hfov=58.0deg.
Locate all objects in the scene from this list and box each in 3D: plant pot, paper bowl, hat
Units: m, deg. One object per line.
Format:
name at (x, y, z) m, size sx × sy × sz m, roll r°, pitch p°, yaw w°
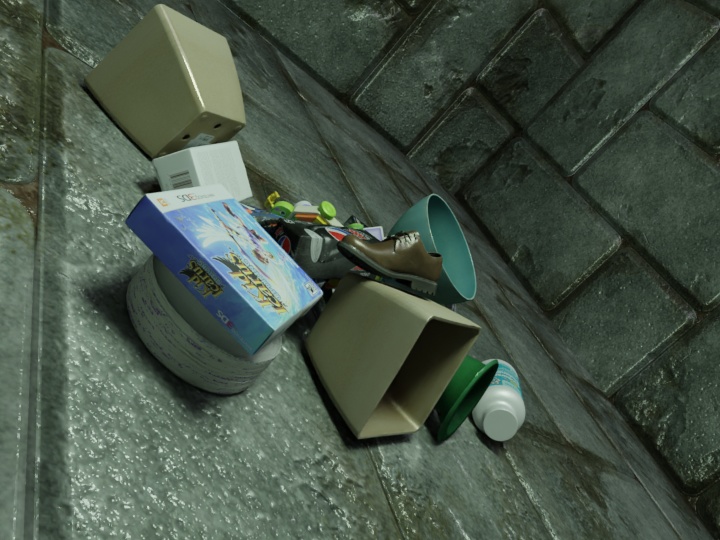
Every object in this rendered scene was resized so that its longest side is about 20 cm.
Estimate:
plant pot at (0.036, 0.114, 1.000) m, size 0.176 × 0.202 × 0.198 m, roll 38°, pitch 11°, yaw 31°
paper bowl at (-0.180, 0.043, 0.810) m, size 0.200 × 0.104 × 0.202 m, roll 39°, pitch 18°, yaw -15°
plant pot at (-0.317, -0.300, 1.139) m, size 0.179 × 0.198 × 0.199 m, roll 59°, pitch 20°, yaw 10°
plant pot at (0.113, -0.020, 1.202) m, size 0.200 × 0.133 × 0.203 m, roll 45°, pitch 33°, yaw -40°
hat at (0.137, 0.171, 1.169) m, size 0.175 × 0.202 × 0.165 m, roll 37°, pitch 16°, yaw 23°

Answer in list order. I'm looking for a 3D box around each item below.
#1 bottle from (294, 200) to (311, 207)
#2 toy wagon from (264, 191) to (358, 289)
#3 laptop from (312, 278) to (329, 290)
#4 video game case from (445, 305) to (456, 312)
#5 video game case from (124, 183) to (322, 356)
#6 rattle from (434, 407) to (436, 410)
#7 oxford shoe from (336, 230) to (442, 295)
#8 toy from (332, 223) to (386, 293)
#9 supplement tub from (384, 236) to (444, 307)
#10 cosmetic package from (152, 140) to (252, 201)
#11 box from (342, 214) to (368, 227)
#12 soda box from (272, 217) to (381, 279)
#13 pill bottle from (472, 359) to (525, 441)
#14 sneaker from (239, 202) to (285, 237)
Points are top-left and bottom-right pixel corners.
bottle at (-0.088, -0.063, 1.330) m, size 0.083 × 0.065 × 0.202 m, roll 31°, pitch 22°, yaw -46°
toy wagon at (-0.093, -0.053, 1.142) m, size 0.199 × 0.155 × 0.040 m, roll 41°, pitch 33°, yaw -14°
laptop at (-0.149, -0.034, 1.035) m, size 0.188 × 0.195 × 0.119 m, roll -63°, pitch 149°, yaw -72°
video game case at (0.181, 0.139, 1.306) m, size 0.201 × 0.018 × 0.146 m, roll 73°, pitch 22°, yaw -57°
video game case at (-0.147, -0.012, 0.759) m, size 0.200 × 0.045 × 0.181 m, roll 46°, pitch 18°, yaw 2°
rattle at (0.057, 0.176, 1.190) m, size 0.197 × 0.146 × 0.129 m, roll 4°, pitch 9°, yaw -43°
oxford shoe at (0.047, -0.028, 0.985) m, size 0.197 × 0.086 × 0.072 m, roll 17°, pitch 5°, yaw -39°
toy at (0.000, 0.000, 1.208) m, size 0.048 × 0.112 × 0.204 m, roll 94°, pitch -10°, yaw -59°
supplement tub at (0.082, 0.043, 1.354) m, size 0.143 × 0.144 × 0.202 m, roll 27°, pitch 25°, yaw -44°
cosmetic package at (-0.252, -0.149, 1.064) m, size 0.200 × 0.070 × 0.104 m, roll -53°, pitch 129°, yaw -73°
box at (0.040, -0.032, 1.594) m, size 0.158 × 0.046 × 0.201 m, roll 34°, pitch 21°, yaw -33°
soda box at (-0.049, -0.030, 1.021) m, size 0.198 × 0.072 × 0.063 m, roll 4°, pitch 26°, yaw -48°
pill bottle at (0.288, 0.275, 1.369) m, size 0.111 × 0.111 × 0.200 m, roll 43°, pitch 17°, yaw -6°
sneaker at (-0.192, -0.070, 0.970) m, size 0.198 × 0.077 × 0.078 m, roll 19°, pitch 8°, yaw -44°
